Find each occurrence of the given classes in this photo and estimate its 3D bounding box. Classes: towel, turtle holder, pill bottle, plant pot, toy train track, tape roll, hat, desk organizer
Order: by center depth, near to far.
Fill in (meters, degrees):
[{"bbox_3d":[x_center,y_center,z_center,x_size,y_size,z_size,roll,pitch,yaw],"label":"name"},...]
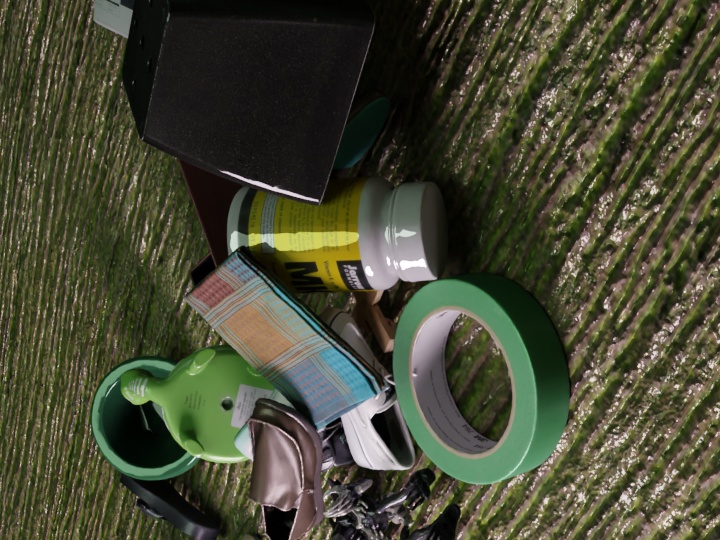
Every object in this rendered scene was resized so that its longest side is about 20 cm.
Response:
[{"bbox_3d":[-0.119,-0.200,1.171,0.200,0.177,0.200,-117,37,-49],"label":"plant pot"},{"bbox_3d":[0.112,0.104,1.214,0.200,0.048,0.202,17,111,49],"label":"tape roll"},{"bbox_3d":[-0.021,-0.035,1.239,0.199,0.114,0.115,-3,97,20],"label":"pill bottle"},{"bbox_3d":[-0.078,0.072,1.249,0.200,0.022,0.147,44,144,-8],"label":"towel"},{"bbox_3d":[0.000,0.000,1.348,0.200,0.032,0.115,62,146,30],"label":"toy train track"},{"bbox_3d":[-0.180,0.162,1.493,0.132,0.185,0.142,166,87,-78],"label":"turtle holder"},{"bbox_3d":[-0.172,-0.044,1.513,0.072,0.077,0.201,-37,69,49],"label":"desk organizer"},{"bbox_3d":[-0.269,0.196,1.740,0.199,0.176,0.167,-9,89,14],"label":"hat"}]

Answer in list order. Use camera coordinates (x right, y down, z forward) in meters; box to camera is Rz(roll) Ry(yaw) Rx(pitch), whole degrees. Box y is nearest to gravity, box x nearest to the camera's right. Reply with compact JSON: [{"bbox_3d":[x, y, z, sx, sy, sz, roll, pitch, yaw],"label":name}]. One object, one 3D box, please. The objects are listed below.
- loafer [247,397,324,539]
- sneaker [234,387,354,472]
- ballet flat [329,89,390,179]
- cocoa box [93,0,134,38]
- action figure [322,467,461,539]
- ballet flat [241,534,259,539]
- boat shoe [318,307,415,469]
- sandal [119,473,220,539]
[{"bbox_3d":[-0.081,0.220,1.327,0.073,0.071,0.201,13,134,29],"label":"loafer"},{"bbox_3d":[-0.034,0.159,1.383,0.140,0.078,0.200,36,118,0],"label":"sneaker"},{"bbox_3d":[-0.041,-0.115,1.315,0.068,0.068,0.201,42,116,29],"label":"ballet flat"},{"bbox_3d":[-0.167,-0.318,1.343,0.133,0.199,0.132,30,121,45],"label":"cocoa box"},{"bbox_3d":[0.010,0.272,1.339,0.200,0.102,0.119,-30,88,49],"label":"action figure"},{"bbox_3d":[-0.153,0.441,1.610,0.068,0.067,0.201,10,106,50],"label":"ballet flat"},{"bbox_3d":[0.011,0.124,1.308,0.065,0.074,0.201,3,129,36],"label":"boat shoe"},{"bbox_3d":[-0.272,0.327,1.719,0.200,0.076,0.043,26,93,46],"label":"sandal"}]
